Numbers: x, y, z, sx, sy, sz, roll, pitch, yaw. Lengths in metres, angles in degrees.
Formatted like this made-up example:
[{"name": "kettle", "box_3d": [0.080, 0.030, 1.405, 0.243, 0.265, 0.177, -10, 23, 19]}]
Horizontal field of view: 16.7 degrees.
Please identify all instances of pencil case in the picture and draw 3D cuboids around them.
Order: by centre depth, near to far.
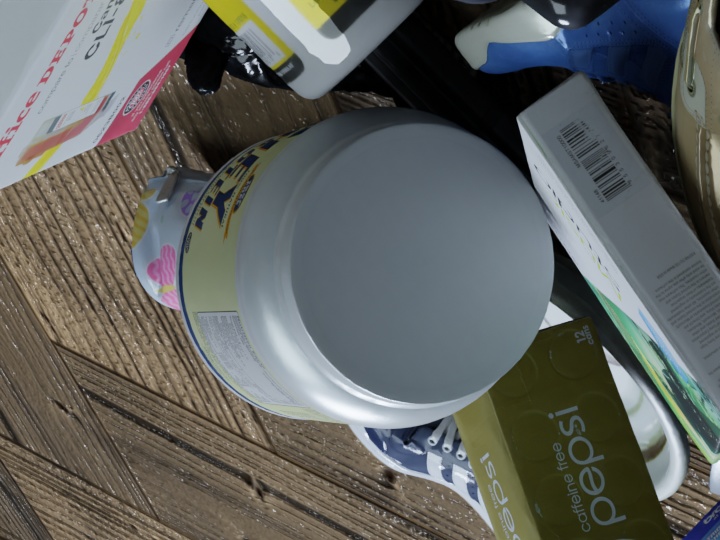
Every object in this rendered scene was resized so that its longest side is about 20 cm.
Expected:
[{"name": "pencil case", "box_3d": [-0.057, -0.022, 1.418, 0.200, 0.083, 0.091, -1, 103, 58]}]

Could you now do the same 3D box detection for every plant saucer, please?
[{"name": "plant saucer", "box_3d": [0.102, 0.040, 1.319, 0.200, 0.050, 0.200, 33, 156, 17]}]

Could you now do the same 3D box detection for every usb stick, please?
[{"name": "usb stick", "box_3d": [0.028, -0.102, 1.186, 0.200, 0.056, 0.033, 44, 115, -7]}]

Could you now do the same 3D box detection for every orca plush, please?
[{"name": "orca plush", "box_3d": [-0.054, -0.105, 1.276, 0.199, 0.071, 0.105, 31, 156, 21]}]

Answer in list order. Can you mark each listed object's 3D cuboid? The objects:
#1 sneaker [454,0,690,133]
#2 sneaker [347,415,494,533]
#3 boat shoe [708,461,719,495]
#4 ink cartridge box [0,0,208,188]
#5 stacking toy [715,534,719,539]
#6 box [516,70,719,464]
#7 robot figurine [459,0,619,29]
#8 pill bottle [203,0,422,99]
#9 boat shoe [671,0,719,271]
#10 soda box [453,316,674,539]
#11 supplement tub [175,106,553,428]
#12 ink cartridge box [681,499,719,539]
[{"name": "sneaker", "box_3d": [0.123, -0.086, 1.023, 0.112, 0.077, 0.200, 55, 148, -10]}, {"name": "sneaker", "box_3d": [0.081, 0.109, 1.446, 0.200, 0.070, 0.108, 39, 163, -13]}, {"name": "boat shoe", "box_3d": [0.205, 0.054, 1.182, 0.062, 0.072, 0.200, 9, 153, 10]}, {"name": "ink cartridge box", "box_3d": [-0.148, -0.124, 1.170, 0.083, 0.200, 0.145, 38, 114, 8]}, {"name": "stacking toy", "box_3d": [0.251, 0.187, 1.111, 0.199, 0.110, 0.117, 9, 122, -15]}, {"name": "box", "box_3d": [0.122, 0.005, 1.026, 0.145, 0.036, 0.200, 57, -178, 12]}, {"name": "robot figurine", "box_3d": [0.037, -0.183, 0.919, 0.200, 0.151, 0.125, 43, -158, 17]}, {"name": "pill bottle", "box_3d": [-0.055, -0.182, 1.088, 0.200, 0.111, 0.111, 44, 157, -8]}, {"name": "boat shoe", "box_3d": [0.151, -0.077, 0.907, 0.072, 0.065, 0.201, 4, 116, 8]}, {"name": "soda box", "box_3d": [0.108, 0.130, 1.201, 0.064, 0.067, 0.201, 123, 129, -68]}, {"name": "supplement tub", "box_3d": [0.000, 0.000, 1.154, 0.145, 0.145, 0.200, 45, 167, -10]}, {"name": "ink cartridge box", "box_3d": [0.238, 0.188, 1.264, 0.136, 0.076, 0.200, 43, -171, -12]}]
